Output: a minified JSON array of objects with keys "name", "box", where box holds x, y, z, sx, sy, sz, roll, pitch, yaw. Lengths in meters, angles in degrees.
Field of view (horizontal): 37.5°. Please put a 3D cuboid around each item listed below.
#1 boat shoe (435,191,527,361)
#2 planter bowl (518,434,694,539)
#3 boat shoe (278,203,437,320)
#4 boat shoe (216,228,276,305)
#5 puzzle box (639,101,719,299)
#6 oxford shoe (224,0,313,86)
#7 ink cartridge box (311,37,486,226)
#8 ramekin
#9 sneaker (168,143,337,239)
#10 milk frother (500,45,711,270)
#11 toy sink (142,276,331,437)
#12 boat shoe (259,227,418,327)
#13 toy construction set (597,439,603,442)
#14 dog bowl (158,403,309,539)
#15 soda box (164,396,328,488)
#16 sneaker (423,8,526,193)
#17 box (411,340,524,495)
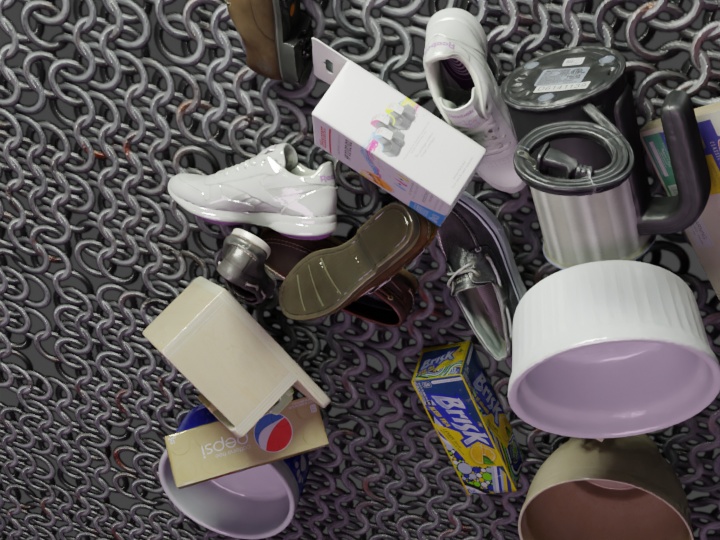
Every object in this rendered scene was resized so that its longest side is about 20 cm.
[{"name":"boat shoe","box":[0.128,0.004,1.141,0.072,0.071,0.201,-26,98,42]},{"name":"planter bowl","box":[0.298,0.271,1.273,0.199,0.135,0.201,9,128,12]},{"name":"boat shoe","box":[0.000,0.000,1.151,0.199,0.068,0.072,-30,69,30]},{"name":"boat shoe","box":[-0.136,0.008,1.208,0.067,0.057,0.200,30,165,5]},{"name":"puzzle box","box":[0.362,-0.066,1.007,0.133,0.025,0.201,-10,115,53]},{"name":"oxford shoe","box":[-0.097,-0.274,1.026,0.084,0.073,0.201,12,128,16]},{"name":"ink cartridge box","box":[0.018,-0.133,1.045,0.199,0.068,0.115,34,172,4]},{"name":"ramekin","box":[0.241,0.077,1.031,0.199,0.098,0.201,1,145,1]},{"name":"sneaker","box":[-0.116,-0.097,1.175,0.199,0.075,0.100,10,107,14]},{"name":"milk frother","box":[0.204,-0.076,0.978,0.180,0.200,0.189,17,138,46]},{"name":"toy sink","box":[-0.154,0.121,1.290,0.200,0.112,0.130,48,169,-21]},{"name":"boat shoe","box":[-0.032,0.007,1.224,0.199,0.070,0.071,18,134,7]},{"name":"toy construction set","box":[0.259,0.090,1.182,0.130,0.092,0.201,19,120,3]},{"name":"dog bowl","box":[-0.175,0.279,1.478,0.199,0.079,0.201,10,129,12]},{"name":"soda box","box":[-0.146,0.219,1.356,0.199,0.068,0.064,-14,170,-11]},{"name":"sneaker","box":[0.108,-0.149,1.034,0.075,0.100,0.201,-16,121,26]},{"name":"box","box":[0.135,0.184,1.308,0.070,0.064,0.201,-11,123,26]}]
